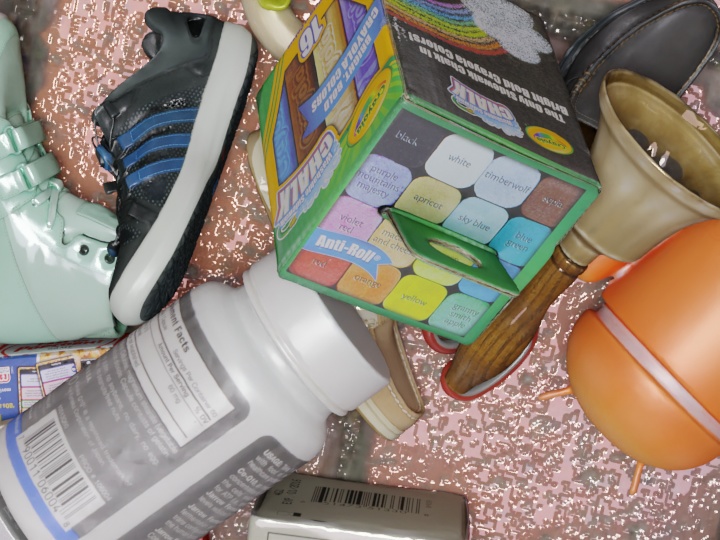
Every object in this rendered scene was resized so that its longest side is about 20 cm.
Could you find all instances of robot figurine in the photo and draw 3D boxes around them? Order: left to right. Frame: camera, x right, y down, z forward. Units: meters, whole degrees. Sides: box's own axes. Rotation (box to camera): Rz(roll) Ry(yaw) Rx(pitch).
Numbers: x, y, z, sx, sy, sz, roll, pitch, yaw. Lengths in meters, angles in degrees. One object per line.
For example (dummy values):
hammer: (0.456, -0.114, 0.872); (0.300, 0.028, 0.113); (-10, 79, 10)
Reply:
robot figurine: (0.198, 0.030, 0.959); (0.200, 0.117, 0.144); (-45, 131, 7)

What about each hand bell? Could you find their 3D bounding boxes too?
hand bell: (0.110, -0.003, 0.918); (0.104, 0.104, 0.200); (40, 120, -2)

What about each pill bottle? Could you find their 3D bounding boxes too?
pill bottle: (-0.090, 0.078, 0.916); (0.200, 0.114, 0.114); (-35, 94, 5)

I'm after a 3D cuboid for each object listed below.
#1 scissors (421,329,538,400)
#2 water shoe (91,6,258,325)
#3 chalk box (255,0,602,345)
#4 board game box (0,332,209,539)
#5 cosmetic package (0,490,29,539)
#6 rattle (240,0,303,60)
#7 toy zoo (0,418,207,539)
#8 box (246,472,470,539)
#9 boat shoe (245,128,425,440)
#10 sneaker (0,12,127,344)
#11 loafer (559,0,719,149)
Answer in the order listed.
scissors: (0.119, -0.002, 1.009); (0.200, 0.014, 0.073); (-39, 118, -6)
water shoe: (-0.121, -0.060, 0.959); (0.078, 0.072, 0.201); (18, 60, 0)
chalk box: (0.032, -0.053, 0.866); (0.124, 0.201, 0.124); (22, 125, -24)
board game box: (-0.172, 0.143, 1.029); (0.150, 0.046, 0.201); (-5, 97, 4)
cosmetic package: (-0.168, 0.214, 0.940); (0.090, 0.107, 0.201); (-31, 96, 7)
rattle: (0.013, -0.147, 0.940); (0.130, 0.143, 0.200); (-40, 87, -7)
toy zoo: (-0.153, 0.179, 0.998); (0.130, 0.020, 0.201); (-13, 96, 4)
box: (-0.008, 0.234, 0.998); (0.127, 0.109, 0.201); (7, 98, 2)
boat shoe: (0.000, 0.000, 0.987); (0.069, 0.074, 0.201); (-23, 94, 12)
sneaker: (-0.177, -0.054, 0.991); (0.117, 0.074, 0.202); (3, 107, 10)
loafer: (0.135, -0.081, 0.960); (0.200, 0.072, 0.073); (-46, 114, 6)
